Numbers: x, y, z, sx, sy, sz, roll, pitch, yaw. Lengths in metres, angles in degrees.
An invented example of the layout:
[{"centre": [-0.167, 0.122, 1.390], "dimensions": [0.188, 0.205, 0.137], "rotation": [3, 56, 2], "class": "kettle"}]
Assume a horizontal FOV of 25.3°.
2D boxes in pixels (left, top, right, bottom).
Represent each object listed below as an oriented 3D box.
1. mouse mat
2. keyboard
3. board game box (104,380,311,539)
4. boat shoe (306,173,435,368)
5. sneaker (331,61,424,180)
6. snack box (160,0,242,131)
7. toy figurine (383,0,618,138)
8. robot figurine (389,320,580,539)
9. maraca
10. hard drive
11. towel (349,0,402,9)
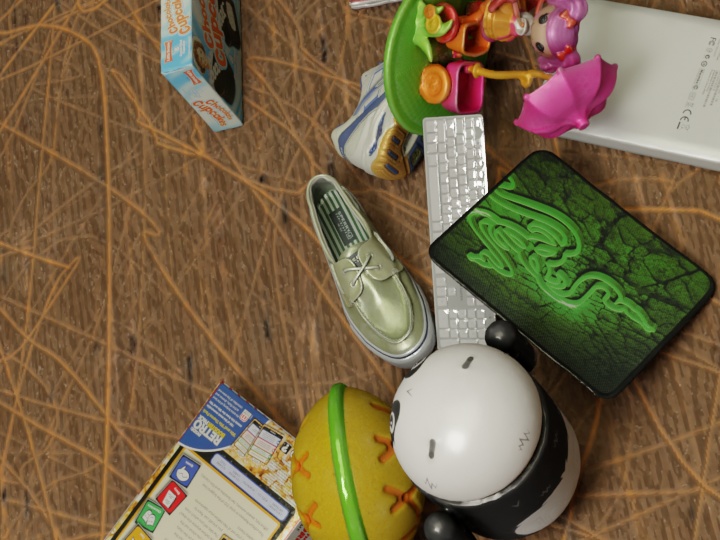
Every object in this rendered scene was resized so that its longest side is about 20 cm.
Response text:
[{"centre": [0.175, -0.002, 1.322], "dimensions": [0.199, 0.008, 0.161], "rotation": [39, 61, 19], "class": "mouse mat"}, {"centre": [0.085, -0.031, 1.377], "dimensions": [0.056, 0.011, 0.203], "rotation": [-2, 97, 20], "class": "keyboard"}, {"centre": [-0.122, 0.220, 1.389], "dimensions": [0.151, 0.046, 0.201], "rotation": [34, 83, 32], "class": "board game box"}, {"centre": [0.000, 0.000, 1.427], "dimensions": [0.072, 0.062, 0.201], "rotation": [-35, 58, 5], "class": "boat shoe"}, {"centre": [0.043, -0.183, 1.489], "dimensions": [0.088, 0.075, 0.201], "rotation": [22, 72, 39], "class": "sneaker"}, {"centre": [-0.156, -0.253, 1.584], "dimensions": [0.037, 0.116, 0.202], "rotation": [-12, 62, 18], "class": "snack box"}, {"centre": [0.138, -0.195, 1.378], "dimensions": [0.183, 0.149, 0.203], "rotation": [20, 110, 37], "class": "toy figurine"}, {"centre": [0.097, 0.134, 1.239], "dimensions": [0.124, 0.200, 0.152], "rotation": [-27, 59, 11], "class": "robot figurine"}, {"centre": [0.002, 0.189, 1.281], "dimensions": [0.106, 0.137, 0.203], "rotation": [-12, 83, 10], "class": "maraca"}, {"centre": [0.261, -0.164, 1.410], "dimensions": [0.198, 0.027, 0.133], "rotation": [15, 74, 28], "class": "hard drive"}, {"centre": [0.056, -0.356, 1.596], "dimensions": [0.142, 0.023, 0.203], "rotation": [-7, 66, 19], "class": "towel"}]
